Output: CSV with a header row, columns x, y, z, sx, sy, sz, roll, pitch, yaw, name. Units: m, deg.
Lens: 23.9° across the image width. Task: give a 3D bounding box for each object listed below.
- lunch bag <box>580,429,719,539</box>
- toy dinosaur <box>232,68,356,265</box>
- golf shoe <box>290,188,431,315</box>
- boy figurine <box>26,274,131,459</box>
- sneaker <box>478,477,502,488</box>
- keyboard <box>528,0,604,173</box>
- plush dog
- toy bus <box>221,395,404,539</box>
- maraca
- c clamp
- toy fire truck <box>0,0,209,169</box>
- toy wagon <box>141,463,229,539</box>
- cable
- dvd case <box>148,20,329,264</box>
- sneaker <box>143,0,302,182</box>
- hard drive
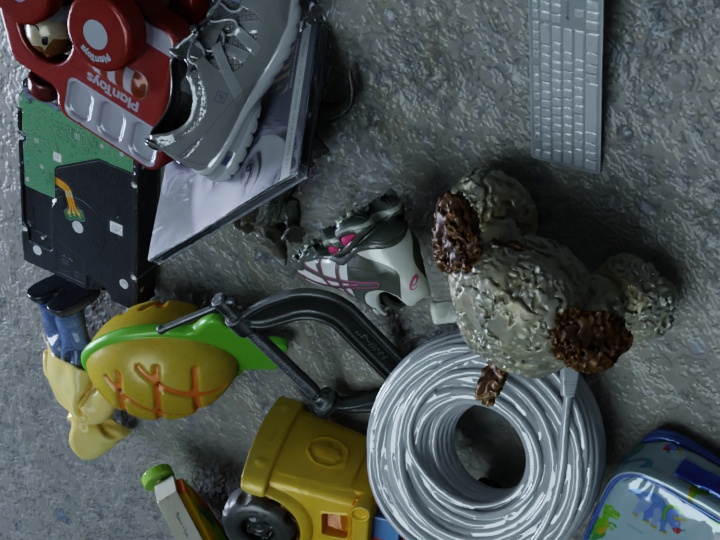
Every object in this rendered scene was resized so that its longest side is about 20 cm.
x,y,z,sx,sy,sz,roll,pitch,yaw,name
0.283,0.231,1.368,0.200,0.082,0.161,29,133,16,lunch bag
-0.066,-0.088,1.401,0.077,0.102,0.200,9,117,-18,toy dinosaur
0.000,0.000,1.368,0.088,0.077,0.200,59,167,0,golf shoe
-0.271,0.104,1.681,0.124,0.064,0.200,24,135,46,boy figurine
0.133,0.267,1.520,0.087,0.076,0.200,9,128,13,sneaker
0.149,-0.150,1.230,0.056,0.011,0.200,21,142,25,keyboard
0.117,0.023,1.255,0.200,0.172,0.161,34,90,14,plush dog
-0.020,0.237,1.569,0.192,0.136,0.200,13,129,8,toy bus
-0.163,0.079,1.565,0.200,0.107,0.137,-14,153,27,maraca
-0.049,0.072,1.487,0.171,0.027,0.200,-24,128,34,c clamp
-0.227,-0.192,1.421,0.200,0.112,0.168,31,129,17,toy fire truck
-0.151,0.279,1.691,0.155,0.040,0.200,58,178,28,toy wagon
0.103,0.146,1.404,0.200,0.069,0.200,-3,96,26,cable
-0.101,-0.102,1.384,0.016,0.149,0.200,29,143,-32,dvd case
-0.107,-0.171,1.326,0.075,0.082,0.200,25,98,56,sneaker
-0.252,-0.073,1.574,0.140,0.038,0.200,22,130,22,hard drive
